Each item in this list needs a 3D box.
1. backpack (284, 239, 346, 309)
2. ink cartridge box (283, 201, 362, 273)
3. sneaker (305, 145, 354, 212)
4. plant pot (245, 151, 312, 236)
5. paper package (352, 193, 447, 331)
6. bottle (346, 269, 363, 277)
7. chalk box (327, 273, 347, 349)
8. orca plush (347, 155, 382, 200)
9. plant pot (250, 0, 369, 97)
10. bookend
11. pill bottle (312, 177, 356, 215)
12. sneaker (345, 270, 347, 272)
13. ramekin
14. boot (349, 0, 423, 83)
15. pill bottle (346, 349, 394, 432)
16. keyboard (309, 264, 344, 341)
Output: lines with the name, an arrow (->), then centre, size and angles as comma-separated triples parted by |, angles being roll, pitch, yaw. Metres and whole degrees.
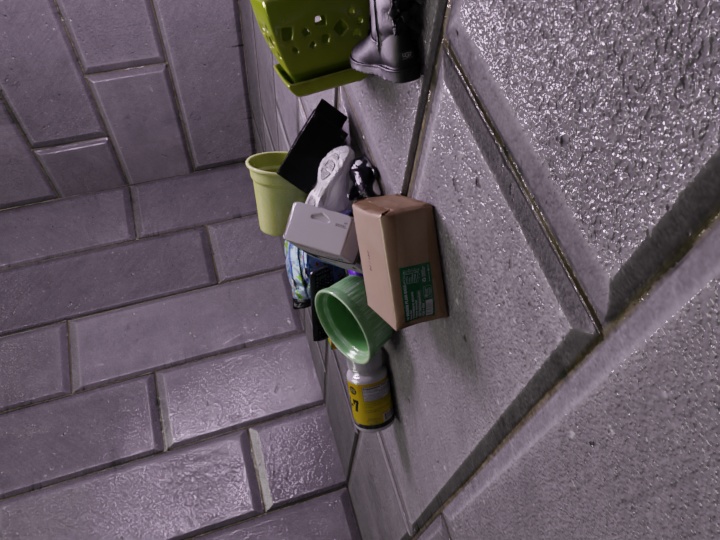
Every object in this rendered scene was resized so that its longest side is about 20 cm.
backpack -> -0.116, -0.022, 1.516 | 0.153, 0.161, 0.205 | -12, 96, 56
ink cartridge box -> -0.059, -0.065, 1.287 | 0.200, 0.142, 0.086 | 36, -109, -69
sneaker -> -0.054, -0.191, 1.367 | 0.202, 0.098, 0.079 | -59, 40, 27
plant pot -> -0.207, -0.200, 1.595 | 0.201, 0.195, 0.188 | -123, 33, -58
paper package -> 0.066, -0.022, 1.055 | 0.191, 0.101, 0.205 | -141, 41, -71
bottle -> 0.000, 0.000, 1.465 | 0.202, 0.064, 0.085 | 92, 160, -50
chalk box -> -0.051, 0.093, 1.662 | 0.125, 0.122, 0.204 | 98, 157, -59
orca plush -> 0.005, -0.150, 1.272 | 0.105, 0.069, 0.205 | 132, 124, -75
plant pot -> -0.089, -0.451, 1.130 | 0.201, 0.195, 0.185 | -121, 16, -54
bookend -> -0.096, -0.328, 1.437 | 0.199, 0.091, 0.202 | -48, 17, 39
pill bottle -> -0.075, -0.166, 1.528 | 0.200, 0.111, 0.117 | 126, 130, -74
sneaker -> -0.066, -0.043, 1.628 | 0.201, 0.098, 0.076 | 54, 150, 42
ramekin -> -0.010, 0.110, 1.410 | 0.199, 0.097, 0.203 | 39, 147, 30
boot -> 0.033, -0.386, 0.905 | 0.198, 0.072, 0.166 | -133, 30, -54
pill bottle -> 0.023, 0.308, 1.562 | 0.114, 0.112, 0.205 | -140, 39, -70
keyboard -> -0.075, 0.075, 1.490 | 0.020, 0.126, 0.204 | 23, 126, 36
